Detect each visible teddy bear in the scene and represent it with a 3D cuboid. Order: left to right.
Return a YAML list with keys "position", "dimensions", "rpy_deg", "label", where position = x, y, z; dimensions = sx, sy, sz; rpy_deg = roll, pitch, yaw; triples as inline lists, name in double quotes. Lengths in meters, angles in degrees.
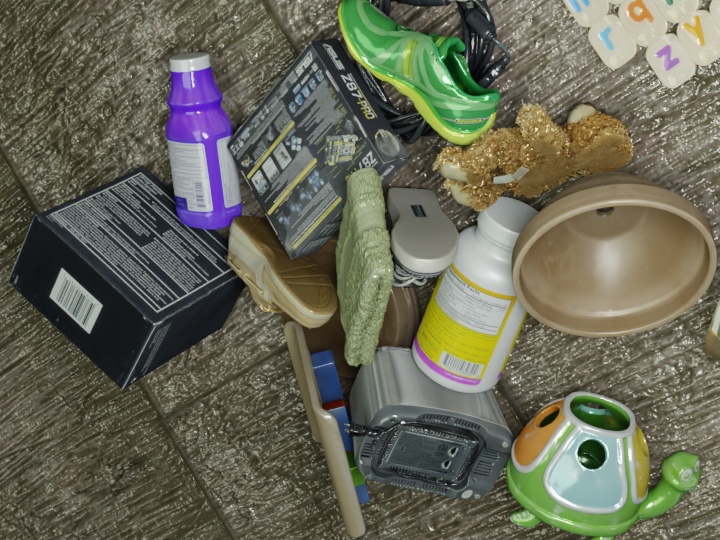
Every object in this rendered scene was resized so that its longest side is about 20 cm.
- position: [0.169, -0.119, 1.571]
  dimensions: [0.199, 0.145, 0.067]
  rpy_deg: [-24, 54, 25]
  label: "teddy bear"

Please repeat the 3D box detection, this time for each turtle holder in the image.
- position: [0.249, 0.210, 1.646]
  dimensions: [0.185, 0.141, 0.133]
  rpy_deg: [28, 122, 22]
  label: "turtle holder"

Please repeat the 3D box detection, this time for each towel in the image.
- position: [0.000, 0.000, 1.671]
  dimensions: [0.201, 0.036, 0.149]
  rpy_deg: [105, 160, -57]
  label: "towel"

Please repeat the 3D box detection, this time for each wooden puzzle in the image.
- position: [-0.031, 0.176, 1.799]
  dimensions: [0.046, 0.200, 0.186]
  rpy_deg: [-17, 123, -5]
  label: "wooden puzzle"

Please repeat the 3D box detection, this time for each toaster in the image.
- position: [0.065, 0.163, 1.723]
  dimensions: [0.198, 0.130, 0.114]
  rpy_deg: [12, 122, -17]
  label: "toaster"

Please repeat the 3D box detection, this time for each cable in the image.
- position: [0.056, -0.228, 1.657]
  dimensions: [0.164, 0.051, 0.200]
  rpy_deg: [53, 128, 5]
  label: "cable"

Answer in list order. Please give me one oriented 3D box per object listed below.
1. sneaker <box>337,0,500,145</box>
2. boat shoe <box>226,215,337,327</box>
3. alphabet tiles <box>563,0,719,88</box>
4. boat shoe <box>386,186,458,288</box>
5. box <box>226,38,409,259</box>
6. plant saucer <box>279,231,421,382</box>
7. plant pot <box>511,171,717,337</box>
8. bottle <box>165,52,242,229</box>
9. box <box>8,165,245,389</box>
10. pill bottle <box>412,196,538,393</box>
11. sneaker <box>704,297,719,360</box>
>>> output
- position: [0.064, -0.216, 1.591]
  dimensions: [0.200, 0.074, 0.084]
  rpy_deg: [41, 124, 7]
  label: "sneaker"
- position: [-0.093, 0.014, 1.796]
  dimensions: [0.200, 0.073, 0.070]
  rpy_deg: [48, 127, 45]
  label: "boat shoe"
- position: [0.289, -0.284, 1.504]
  dimensions: [0.200, 0.015, 0.196]
  rpy_deg: [-35, 88, 38]
  label: "alphabet tiles"
- position: [0.060, -0.013, 1.662]
  dimensions: [0.074, 0.200, 0.094]
  rpy_deg: [3, 113, -3]
  label: "boat shoe"
- position: [-0.052, -0.132, 1.739]
  dimensions: [0.200, 0.049, 0.162]
  rpy_deg: [-45, 69, 43]
  label: "box"
- position: [-0.021, 0.042, 1.829]
  dimensions: [0.199, 0.029, 0.202]
  rpy_deg: [14, 116, 29]
  label: "plant saucer"
- position: [0.246, -0.031, 1.557]
  dimensions: [0.199, 0.093, 0.202]
  rpy_deg: [-1, 138, -1]
  label: "plant pot"
- position: [-0.187, -0.152, 1.837]
  dimensions: [0.083, 0.065, 0.202]
  rpy_deg: [11, 114, 43]
  label: "bottle"
- position: [-0.270, 0.006, 1.872]
  dimensions: [0.200, 0.198, 0.124]
  rpy_deg: [41, 128, 13]
  label: "box"
- position: [0.131, 0.024, 1.674]
  dimensions: [0.104, 0.104, 0.201]
  rpy_deg: [32, 122, 19]
  label: "pill bottle"
- position: [0.399, 0.014, 1.494]
  dimensions: [0.089, 0.067, 0.202]
  rpy_deg: [28, 120, 24]
  label: "sneaker"
